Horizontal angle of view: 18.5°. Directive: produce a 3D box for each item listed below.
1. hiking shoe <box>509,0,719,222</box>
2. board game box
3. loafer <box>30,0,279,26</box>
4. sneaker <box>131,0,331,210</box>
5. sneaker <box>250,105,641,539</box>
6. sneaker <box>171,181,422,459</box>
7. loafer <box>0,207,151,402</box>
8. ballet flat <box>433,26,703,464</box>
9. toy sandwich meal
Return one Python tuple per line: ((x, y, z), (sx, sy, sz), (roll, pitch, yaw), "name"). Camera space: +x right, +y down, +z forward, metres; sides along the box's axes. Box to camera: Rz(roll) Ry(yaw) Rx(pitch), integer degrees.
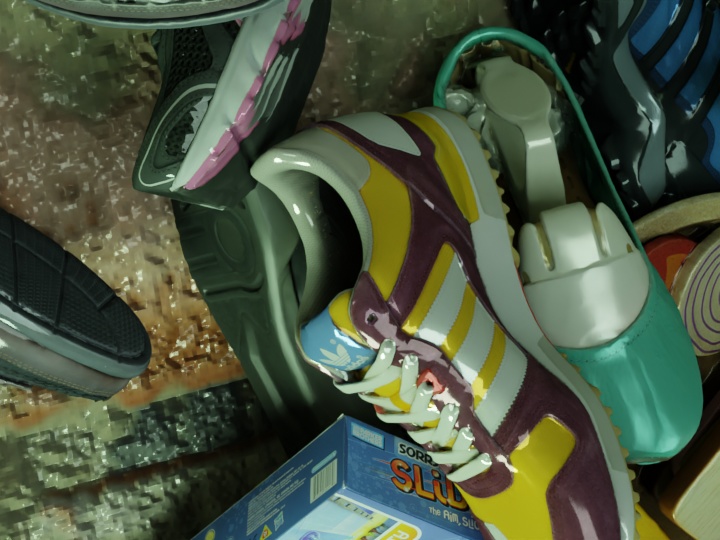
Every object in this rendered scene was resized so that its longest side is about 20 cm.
((0.117, -0.103, 0.913), (0.087, 0.074, 0.200), (-29, 125, -21), "hiking shoe")
((-0.010, 0.141, 0.890), (0.135, 0.034, 0.200), (26, 134, -27), "board game box")
((-0.116, -0.128, 0.743), (0.200, 0.063, 0.072), (14, 92, 12), "loafer")
((-0.052, -0.117, 0.815), (0.086, 0.080, 0.200), (16, 72, 9), "sneaker")
((0.024, 0.037, 0.793), (0.090, 0.075, 0.200), (-12, 70, -37), "sneaker")
((0.000, 0.000, 0.894), (0.114, 0.076, 0.200), (-35, 106, -27), "sneaker")
((-0.175, -0.001, 0.832), (0.200, 0.072, 0.063), (31, 114, -21), "loafer")
((0.071, -0.017, 0.846), (0.067, 0.200, 0.070), (-22, 144, 0), "ballet flat")
((0.152, 0.066, 0.914), (0.205, 0.070, 0.205), (-10, 113, -25), "toy sandwich meal")
